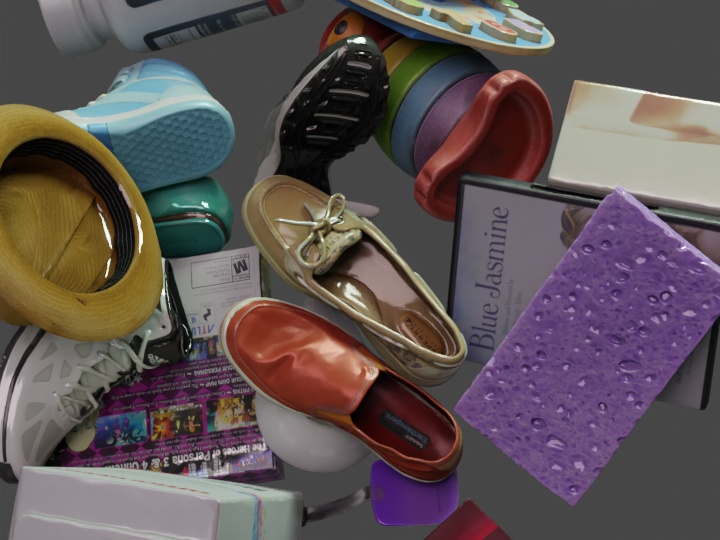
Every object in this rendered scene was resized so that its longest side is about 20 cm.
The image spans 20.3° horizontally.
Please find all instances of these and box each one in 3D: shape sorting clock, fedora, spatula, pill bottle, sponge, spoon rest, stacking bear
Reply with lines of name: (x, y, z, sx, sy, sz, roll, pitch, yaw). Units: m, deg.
shape sorting clock: (0.053, -0.206, 1.513, 0.199, 0.200, 0.039, 22, 107, 20)
fedora: (-0.231, -0.022, 1.430, 0.082, 0.200, 0.202, -33, 61, 31)
spatula: (-0.027, 0.173, 1.461, 0.199, 0.021, 0.057, -13, 55, 10)
pill bottle: (-0.154, -0.241, 1.606, 0.199, 0.120, 0.120, -15, 66, 7)
sponge: (0.164, 0.054, 1.401, 0.111, 0.030, 0.200, 38, 107, 9)
spoon rest: (-0.022, 0.051, 1.490, 0.099, 0.061, 0.201, 11, 76, -10)
stacking bear: (0.043, -0.135, 1.524, 0.200, 0.114, 0.122, 43, 99, 35)

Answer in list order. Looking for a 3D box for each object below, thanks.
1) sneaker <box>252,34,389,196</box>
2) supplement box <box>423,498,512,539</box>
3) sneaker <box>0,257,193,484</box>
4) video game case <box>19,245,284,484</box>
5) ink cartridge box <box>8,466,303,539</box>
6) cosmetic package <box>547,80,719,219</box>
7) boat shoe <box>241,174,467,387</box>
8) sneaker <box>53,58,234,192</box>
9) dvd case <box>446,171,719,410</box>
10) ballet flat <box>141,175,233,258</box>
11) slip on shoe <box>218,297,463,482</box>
sneaker: (-0.038, -0.112, 1.497, 0.073, 0.200, 0.080, 7, 55, -21)
supplement box: (0.097, 0.251, 1.336, 0.109, 0.061, 0.200, -42, 38, -6)
sneaker: (-0.192, 0.069, 1.472, 0.115, 0.076, 0.202, 11, 68, 20)
video game case: (-0.161, 0.083, 1.521, 0.199, 0.036, 0.182, -10, 66, 9)
ink cartridge box: (-0.139, 0.212, 1.358, 0.144, 0.200, 0.146, 7, 86, 16)
cosmetic package: (0.245, -0.066, 1.451, 0.199, 0.103, 0.088, 12, 72, 16)
boat shoe: (0.000, 0.000, 1.441, 0.200, 0.063, 0.073, 39, 74, 2)
sneaker: (-0.203, -0.107, 1.562, 0.199, 0.080, 0.131, -9, 27, -9)
dvd case: (0.159, 0.014, 1.436, 0.199, 0.018, 0.144, 11, 114, 18)
ballet flat: (-0.193, -0.036, 1.571, 0.199, 0.068, 0.071, -8, 43, 10)
slip on shoe: (-0.010, 0.081, 1.423, 0.199, 0.061, 0.074, 34, 74, -2)
